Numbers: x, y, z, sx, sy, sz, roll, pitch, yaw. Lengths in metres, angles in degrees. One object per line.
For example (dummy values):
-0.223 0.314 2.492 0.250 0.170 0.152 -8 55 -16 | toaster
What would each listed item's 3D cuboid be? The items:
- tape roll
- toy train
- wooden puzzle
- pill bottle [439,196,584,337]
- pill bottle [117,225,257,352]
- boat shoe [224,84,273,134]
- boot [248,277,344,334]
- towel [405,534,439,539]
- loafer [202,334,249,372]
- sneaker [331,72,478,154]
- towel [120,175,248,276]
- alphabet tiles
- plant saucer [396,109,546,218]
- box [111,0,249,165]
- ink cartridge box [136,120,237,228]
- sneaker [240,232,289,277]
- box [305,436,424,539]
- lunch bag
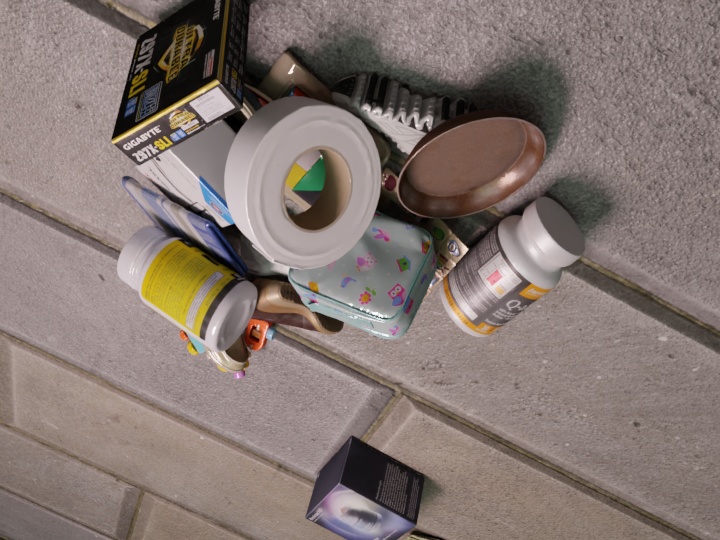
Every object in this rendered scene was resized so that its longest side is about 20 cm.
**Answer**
-0.070 -0.109 0.765 0.070 0.200 0.207 30 149 48 | tape roll
-0.248 0.113 1.150 0.194 0.055 0.155 20 107 14 | toy train
-0.081 -0.174 0.861 0.199 0.038 0.184 39 130 -15 | wooden puzzle
0.211 -0.003 0.857 0.115 0.118 0.200 33 131 -12 | pill bottle
-0.263 0.023 0.918 0.196 0.115 0.116 31 134 12 | pill bottle
-0.193 -0.231 0.811 0.197 0.063 0.072 33 131 10 | boat shoe
-0.138 0.063 1.043 0.162 0.075 0.198 -7 155 36 | boot
0.168 0.736 1.543 0.143 0.037 0.204 16 131 3 | towel
-0.250 0.084 1.074 0.067 0.075 0.205 -26 93 27 | loafer
0.053 -0.192 0.784 0.194 0.077 0.082 19 142 3 | sneaker
-0.266 -0.068 0.920 0.196 0.024 0.148 26 159 27 | towel
0.051 -0.029 0.921 0.167 0.008 0.201 45 132 8 | alphabet tiles
0.137 -0.136 0.773 0.193 0.036 0.202 -10 152 -5 | plant saucer
-0.209 -0.239 0.722 0.156 0.205 0.049 -22 141 22 | box
-0.221 -0.137 0.845 0.146 0.085 0.198 45 159 -19 | ink cartridge box
-0.105 -0.036 0.955 0.193 0.075 0.103 6 118 12 | sneaker
0.007 0.505 1.345 0.194 0.125 0.202 29 131 -6 | box
0.000 0.000 0.861 0.195 0.164 0.077 19 162 25 | lunch bag
